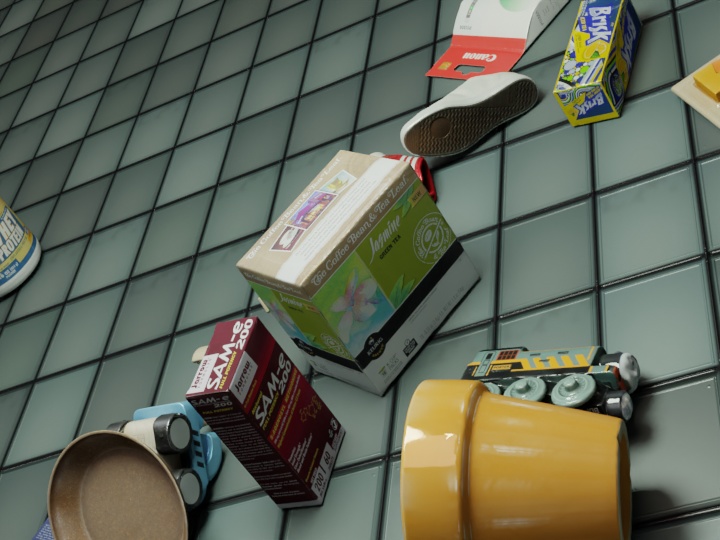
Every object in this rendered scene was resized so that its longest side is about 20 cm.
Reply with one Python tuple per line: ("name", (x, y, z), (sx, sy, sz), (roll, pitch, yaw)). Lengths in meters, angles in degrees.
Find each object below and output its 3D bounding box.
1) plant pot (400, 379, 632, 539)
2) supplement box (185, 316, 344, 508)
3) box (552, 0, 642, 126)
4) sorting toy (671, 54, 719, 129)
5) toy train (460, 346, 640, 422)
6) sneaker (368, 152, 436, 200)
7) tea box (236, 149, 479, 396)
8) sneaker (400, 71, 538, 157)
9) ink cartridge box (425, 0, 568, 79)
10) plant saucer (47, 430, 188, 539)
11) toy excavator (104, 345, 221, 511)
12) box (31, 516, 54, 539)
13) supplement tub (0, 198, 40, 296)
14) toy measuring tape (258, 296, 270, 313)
("plant pot", (0.150, 0.198, 1.193), (0.183, 0.200, 0.200), (-3, 43, 16))
("supplement box", (-0.100, 0.157, 1.427), (0.061, 0.200, 0.109), (-12, 40, 30))
("box", (0.316, -0.282, 1.728), (0.070, 0.064, 0.200), (-10, 42, 33))
("sorting toy", (0.487, -0.236, 1.548), (0.185, 0.036, 0.200), (-35, 34, 1))
("toy train", (0.187, 0.125, 1.333), (0.200, 0.085, 0.114), (-9, 32, 33))
("sneaker", (0.025, -0.089, 1.731), (0.115, 0.078, 0.200), (-2, 47, 41))
("tea box", (0.000, 0.000, 1.536), (0.134, 0.197, 0.200), (16, 59, 50))
("sneaker", (0.140, -0.215, 1.792), (0.200, 0.073, 0.085), (-23, 28, -9))
("ink cartridge box", (0.198, -0.366, 1.947), (0.161, 0.050, 0.200), (15, 56, 49))
("plant saucer", (-0.267, 0.275, 1.480), (0.200, 0.201, 0.037), (-12, 1, 31))
("toy excavator", (-0.209, 0.191, 1.580), (0.100, 0.200, 0.195), (-13, 84, 29))
("box", (-0.334, 0.311, 1.591), (0.121, 0.032, 0.200), (4, 48, 43))
("supplement tub", (-0.637, -0.064, 2.143), (0.145, 0.200, 0.145), (-23, 36, 18))
("toy measuring tape", (-0.054, 0.022, 1.636), (0.200, 0.074, 0.074), (-23, 23, -37))
